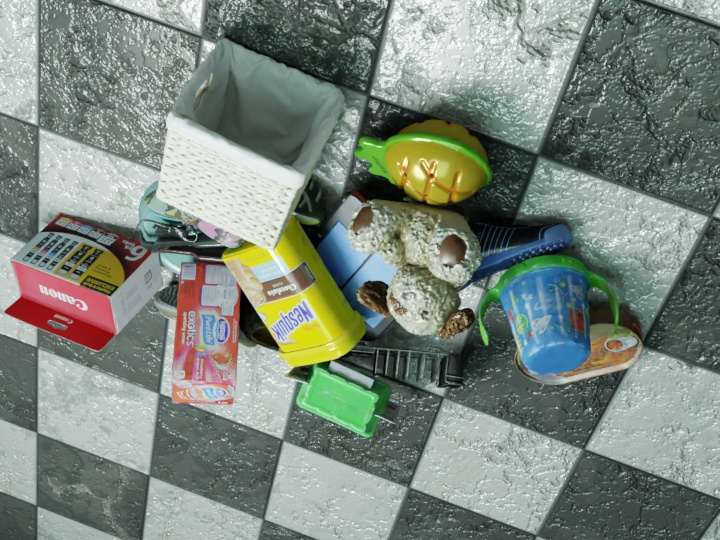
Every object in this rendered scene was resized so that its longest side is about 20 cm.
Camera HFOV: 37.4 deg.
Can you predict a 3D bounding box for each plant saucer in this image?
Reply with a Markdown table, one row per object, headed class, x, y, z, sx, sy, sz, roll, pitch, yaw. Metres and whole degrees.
| class | x | y | z | sx | sy | sz | roll | pitch | yaw |
| --- | --- | --- | --- | --- | --- | --- | --- | --- | --- |
| plant saucer | -0.267 | -0.054 | 1.684 | 0.196 | 0.036 | 0.203 | 10 | 129 | 12 |

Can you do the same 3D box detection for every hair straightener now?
| class | x | y | z | sx | sy | sz | roll | pitch | yaw |
| --- | --- | --- | --- | --- | --- | --- | --- | --- | --- |
| hair straightener | -0.265 | -0.058 | 1.638 | 0.196 | 0.041 | 0.078 | 8 | 130 | 19 |

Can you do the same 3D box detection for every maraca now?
| class | x | y | z | sx | sy | sz | roll | pitch | yaw |
| --- | --- | --- | --- | --- | --- | --- | --- | --- | --- |
| maraca | 0.084 | -0.146 | 1.441 | 0.197 | 0.109 | 0.137 | 5 | 153 | 34 |

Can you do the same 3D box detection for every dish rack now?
| class | x | y | z | sx | sy | sz | roll | pitch | yaw |
| --- | --- | --- | --- | --- | --- | --- | --- | --- | --- |
| dish rack | 0.061 | 0.145 | 1.651 | 0.196 | 0.056 | 0.153 | 6 | 171 | 0 |

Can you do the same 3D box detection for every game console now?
| class | x | y | z | sx | sy | sz | roll | pitch | yaw |
| --- | --- | --- | --- | --- | --- | --- | --- | --- | --- |
| game console | 0.000 | 0.000 | 1.567 | 0.176 | 0.031 | 0.200 | 40 | 130 | -3 |

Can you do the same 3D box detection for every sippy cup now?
| class | x | y | z | sx | sy | sz | roll | pitch | yaw |
| --- | --- | --- | --- | --- | --- | --- | --- | --- | --- |
| sippy cup | 0.266 | 0.070 | 1.499 | 0.176 | 0.132 | 0.139 | -30 | 140 | 33 |

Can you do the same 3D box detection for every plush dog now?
| class | x | y | z | sx | sy | sz | roll | pitch | yaw |
| --- | --- | --- | --- | --- | --- | --- | --- | --- | --- |
| plush dog | 0.087 | 0.002 | 1.448 | 0.197 | 0.160 | 0.175 | 18 | 108 | 28 |

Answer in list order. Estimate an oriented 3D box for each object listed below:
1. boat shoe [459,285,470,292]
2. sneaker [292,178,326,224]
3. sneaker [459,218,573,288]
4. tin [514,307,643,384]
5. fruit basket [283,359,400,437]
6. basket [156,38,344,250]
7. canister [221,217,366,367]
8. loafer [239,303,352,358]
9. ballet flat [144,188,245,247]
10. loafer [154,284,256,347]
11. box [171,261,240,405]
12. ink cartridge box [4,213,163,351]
| class | x | y | z | sx | sy | sz | roll | pitch | yaw |
| --- | --- | --- | --- | --- | --- | --- | --- | --- | --- |
| boat shoe | 0.087 | 0.029 | 1.606 | 0.197 | 0.063 | 0.075 | -17 | 119 | 29 |
| sneaker | -0.142 | -0.108 | 1.579 | 0.197 | 0.079 | 0.091 | 22 | 140 | 9 |
| sneaker | 0.197 | -0.042 | 1.508 | 0.197 | 0.079 | 0.070 | -18 | 159 | 6 |
| tin | 0.325 | 0.113 | 1.594 | 0.197 | 0.042 | 0.112 | -17 | 134 | 30 |
| fruit basket | -0.021 | 0.183 | 1.665 | 0.183 | 0.200 | 0.095 | 24 | 98 | 5 |
| basket | -0.150 | -0.170 | 1.446 | 0.197 | 0.200 | 0.162 | 23 | 136 | 0 |
| canister | -0.100 | 0.032 | 1.567 | 0.147 | 0.087 | 0.202 | -14 | 115 | 43 |
| loafer | -0.098 | 0.111 | 1.703 | 0.196 | 0.073 | 0.074 | 11 | 112 | -16 |
| ballet flat | -0.242 | -0.099 | 1.562 | 0.198 | 0.069 | 0.072 | 26 | 134 | 31 |
| loafer | -0.249 | 0.083 | 1.761 | 0.196 | 0.076 | 0.071 | 18 | 127 | 5 |
| box | -0.238 | 0.098 | 1.650 | 0.098 | 0.203 | 0.096 | 3 | 151 | -8 |
| ink cartridge box | -0.445 | 0.017 | 1.689 | 0.197 | 0.176 | 0.085 | 17 | 134 | 19 |
